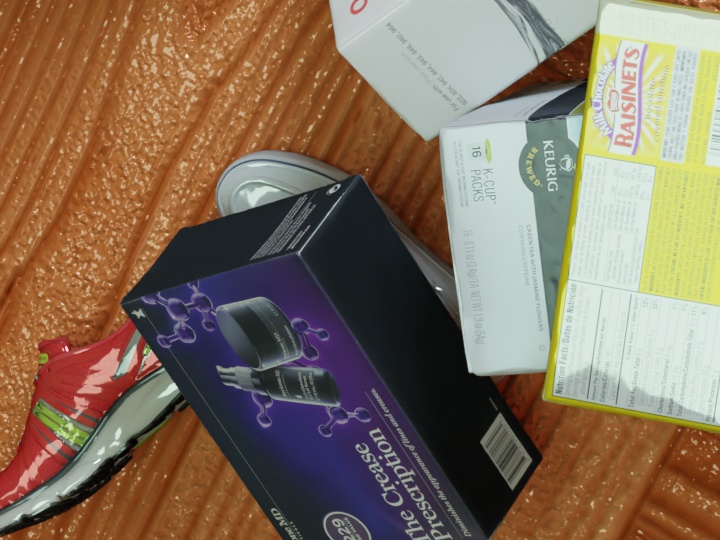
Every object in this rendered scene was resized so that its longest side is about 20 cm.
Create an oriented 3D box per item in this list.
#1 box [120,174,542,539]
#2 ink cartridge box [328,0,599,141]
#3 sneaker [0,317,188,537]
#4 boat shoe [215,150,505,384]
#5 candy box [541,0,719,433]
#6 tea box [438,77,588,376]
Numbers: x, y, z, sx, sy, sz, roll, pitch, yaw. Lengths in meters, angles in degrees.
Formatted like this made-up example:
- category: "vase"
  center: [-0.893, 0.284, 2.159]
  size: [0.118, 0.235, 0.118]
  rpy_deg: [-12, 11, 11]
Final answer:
- category: "box"
  center: [-0.016, 0.061, 1.615]
  size: [0.141, 0.079, 0.200]
  rpy_deg: [-14, 117, 43]
- category: "ink cartridge box"
  center: [0.080, -0.185, 1.551]
  size: [0.200, 0.146, 0.084]
  rpy_deg: [-34, 125, 19]
- category: "sneaker"
  center: [-0.168, 0.082, 1.726]
  size: [0.200, 0.077, 0.085]
  rpy_deg: [-42, 82, 9]
- category: "boat shoe"
  center: [0.000, 0.000, 1.658]
  size: [0.200, 0.065, 0.074]
  rpy_deg: [31, 107, 9]
- category: "candy box"
  center: [0.152, -0.026, 1.418]
  size: [0.102, 0.026, 0.201]
  rpy_deg: [11, 102, 16]
- category: "tea box"
  center: [0.164, -0.033, 1.532]
  size: [0.196, 0.200, 0.134]
  rpy_deg: [-6, 98, 18]
